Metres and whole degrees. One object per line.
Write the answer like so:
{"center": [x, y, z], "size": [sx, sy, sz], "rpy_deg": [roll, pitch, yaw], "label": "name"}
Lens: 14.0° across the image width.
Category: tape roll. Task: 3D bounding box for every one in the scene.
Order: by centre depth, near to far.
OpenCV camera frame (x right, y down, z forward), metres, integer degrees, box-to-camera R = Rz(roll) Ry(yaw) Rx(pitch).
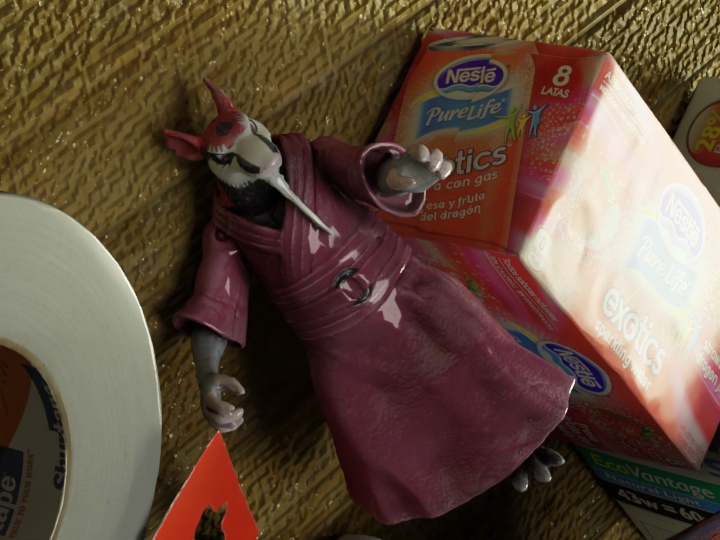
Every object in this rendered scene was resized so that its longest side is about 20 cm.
{"center": [-0.155, 0.068, 0.972], "size": [0.200, 0.066, 0.200], "rpy_deg": [-21, 116, -51], "label": "tape roll"}

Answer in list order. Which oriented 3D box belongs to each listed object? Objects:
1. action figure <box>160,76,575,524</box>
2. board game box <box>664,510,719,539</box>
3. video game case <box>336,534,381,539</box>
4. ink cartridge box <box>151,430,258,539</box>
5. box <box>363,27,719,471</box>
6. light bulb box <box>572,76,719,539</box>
{"center": [0.000, 0.000, 1.135], "size": [0.200, 0.134, 0.149], "rpy_deg": [53, 15, -16], "label": "action figure"}
{"center": [0.119, 0.148, 1.256], "size": [0.037, 0.200, 0.151], "rpy_deg": [58, 34, 3], "label": "board game box"}
{"center": [-0.030, 0.222, 1.171], "size": [0.182, 0.024, 0.200], "rpy_deg": [-30, 126, -73], "label": "video game case"}
{"center": [-0.069, 0.175, 1.081], "size": [0.160, 0.047, 0.200], "rpy_deg": [79, 35, -71], "label": "ink cartridge box"}
{"center": [0.089, -0.007, 1.259], "size": [0.200, 0.095, 0.103], "rpy_deg": [48, 60, -48], "label": "box"}
{"center": [0.214, 0.046, 1.420], "size": [0.200, 0.125, 0.198], "rpy_deg": [50, 60, -49], "label": "light bulb box"}
